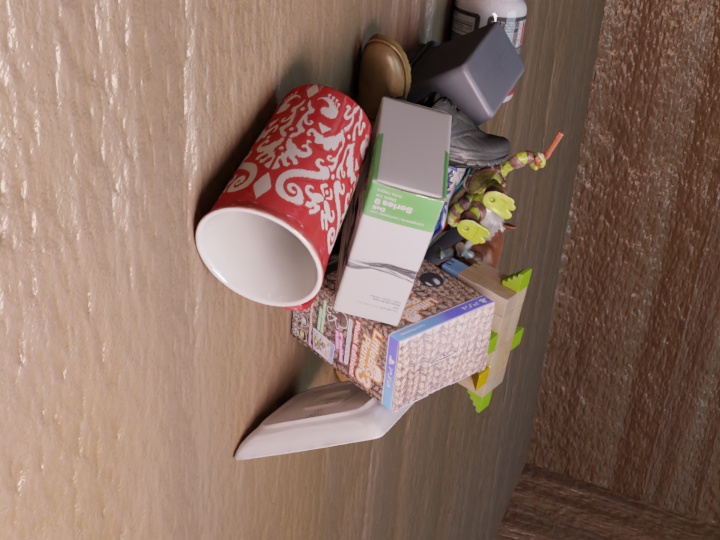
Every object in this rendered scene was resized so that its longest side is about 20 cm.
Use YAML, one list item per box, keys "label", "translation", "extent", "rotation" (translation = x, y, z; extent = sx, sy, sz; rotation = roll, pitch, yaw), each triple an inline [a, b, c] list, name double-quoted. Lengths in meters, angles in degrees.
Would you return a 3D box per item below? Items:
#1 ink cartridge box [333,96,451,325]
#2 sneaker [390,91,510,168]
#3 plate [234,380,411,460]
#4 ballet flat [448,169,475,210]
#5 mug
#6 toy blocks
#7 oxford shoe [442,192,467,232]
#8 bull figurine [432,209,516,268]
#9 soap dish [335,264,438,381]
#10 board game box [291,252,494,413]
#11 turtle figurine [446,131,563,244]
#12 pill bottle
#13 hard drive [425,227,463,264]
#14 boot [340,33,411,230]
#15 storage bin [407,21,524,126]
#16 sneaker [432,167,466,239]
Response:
- label: "ink cartridge box"
  translation: [0.033, -0.062, 1.221]
  extent: [0.147, 0.083, 0.202]
  rotation: [-83, -172, -45]
- label: "sneaker"
  translation: [0.109, -0.172, 1.366]
  extent: [0.197, 0.075, 0.093]
  rotation: [0, 93, -36]
- label: "plate"
  translation: [-0.034, 0.171, 1.350]
  extent: [0.200, 0.196, 0.033]
  rotation: [-33, 109, -65]
- label: "ballet flat"
  translation: [0.090, -0.081, 1.566]
  extent: [0.200, 0.068, 0.072]
  rotation: [-43, 142, 6]
- label: "mug"
  translation: [-0.074, -0.072, 1.136]
  extent: [0.178, 0.132, 0.202]
  rotation: [116, -2, -52]
- label: "toy blocks"
  translation: [0.130, 0.061, 1.425]
  extent: [0.099, 0.136, 0.203]
  rotation: [-29, 139, -45]
- label: "oxford shoe"
  translation: [0.147, -0.118, 1.855]
  extent: [0.200, 0.070, 0.074]
  rotation: [-35, 132, -64]
- label: "bull figurine"
  translation: [0.142, 0.002, 1.526]
  extent: [0.120, 0.065, 0.203]
  rotation: [2, 109, -49]
- label: "soap dish"
  translation: [0.049, 0.085, 1.623]
  extent: [0.158, 0.081, 0.200]
  rotation: [-60, 173, 34]
- label: "board game box"
  translation: [0.036, 0.059, 1.352]
  extent: [0.158, 0.199, 0.098]
  rotation: [-19, 127, -37]
- label: "turtle figurine"
  translation: [0.175, -0.112, 1.441]
  extent: [0.065, 0.198, 0.162]
  rotation: [50, 26, -16]
- label: "pill bottle"
  translation: [0.198, -0.372, 1.726]
  extent: [0.116, 0.114, 0.203]
  rotation: [-42, 144, -60]
- label: "hard drive"
  translation: [0.165, -0.043, 1.842]
  extent: [0.199, 0.042, 0.135]
  rotation: [-41, 166, -13]
- label: "boot"
  translation: [-0.003, -0.163, 1.353]
  extent: [0.177, 0.065, 0.201]
  rotation: [86, 26, -45]
- label: "storage bin"
  translation: [0.139, -0.245, 1.520]
  extent: [0.147, 0.133, 0.201]
  rotation: [56, 40, -17]
- label: "sneaker"
  translation: [0.099, -0.096, 1.459]
  extent: [0.089, 0.074, 0.202]
  rotation: [-108, -143, -56]
